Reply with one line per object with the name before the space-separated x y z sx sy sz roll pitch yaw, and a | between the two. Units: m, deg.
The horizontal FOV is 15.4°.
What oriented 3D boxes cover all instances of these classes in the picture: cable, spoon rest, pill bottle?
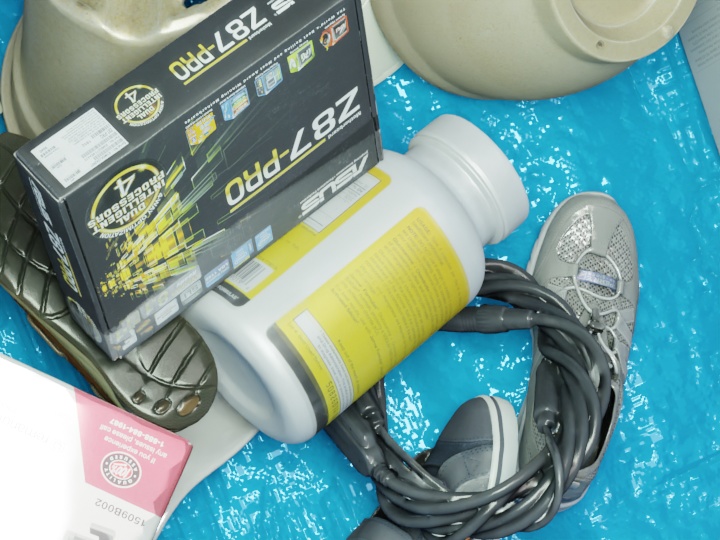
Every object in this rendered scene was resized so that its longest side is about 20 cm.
cable | 0.068 0.078 1.568 0.163 0.051 0.200 -33 48 -12
spoon rest | -0.113 0.102 1.566 0.099 0.061 0.200 25 77 -11
pill bottle | 0.000 0.000 1.546 0.200 0.112 0.112 -39 93 -19

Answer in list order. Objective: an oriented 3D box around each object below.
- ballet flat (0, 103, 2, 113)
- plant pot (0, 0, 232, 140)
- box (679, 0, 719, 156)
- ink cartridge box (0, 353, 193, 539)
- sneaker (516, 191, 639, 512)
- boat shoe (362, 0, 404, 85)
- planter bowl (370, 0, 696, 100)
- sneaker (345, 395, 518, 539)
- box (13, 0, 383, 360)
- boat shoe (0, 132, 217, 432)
ballet flat | -0.241 -0.076 1.562 0.069 0.069 0.200 3 83 -15
plant pot | -0.114 -0.148 1.507 0.200 0.183 0.200 0 65 0
box | 0.285 -0.140 1.692 0.124 0.097 0.200 -16 86 -17
ink cartridge box | -0.200 0.158 1.460 0.147 0.083 0.200 26 76 -12
sneaker | 0.142 0.048 1.631 0.075 0.082 0.200 9 79 -14
boat shoe | 0.019 -0.191 1.657 0.062 0.073 0.200 30 79 35
planter bowl | 0.121 -0.193 1.596 0.200 0.135 0.200 -8 105 -32
sneaker | 0.034 0.163 1.587 0.079 0.078 0.200 19 79 -18
box | -0.082 -0.062 1.437 0.200 0.161 0.049 -37 63 -17
boat shoe | -0.162 0.015 1.525 0.076 0.074 0.200 -35 85 -18
